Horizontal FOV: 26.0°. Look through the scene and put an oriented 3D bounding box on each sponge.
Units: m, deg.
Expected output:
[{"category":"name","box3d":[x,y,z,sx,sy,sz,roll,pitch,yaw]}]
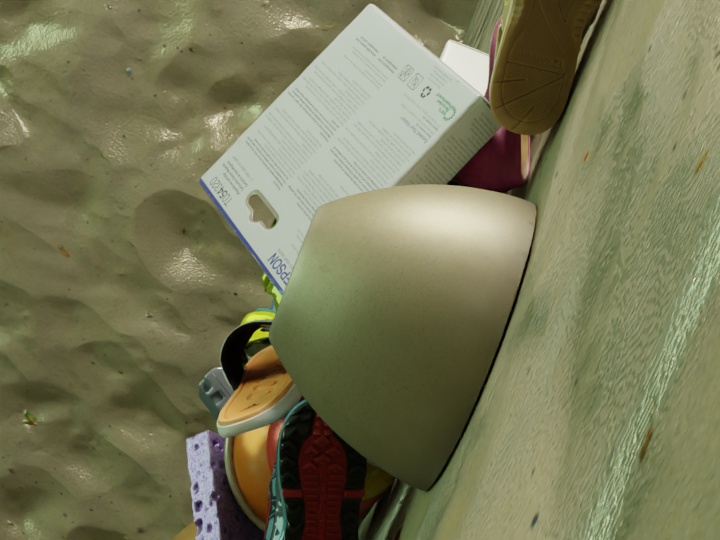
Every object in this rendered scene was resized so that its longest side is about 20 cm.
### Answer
[{"category":"sponge","box3d":[-0.091,0.239,1.256,0.030,0.111,0.202,-24,52,21]}]

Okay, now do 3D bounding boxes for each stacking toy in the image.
[{"category":"stacking toy","box3d":[-0.008,0.137,1.209,0.200,0.145,0.147,-22,43,61]}]

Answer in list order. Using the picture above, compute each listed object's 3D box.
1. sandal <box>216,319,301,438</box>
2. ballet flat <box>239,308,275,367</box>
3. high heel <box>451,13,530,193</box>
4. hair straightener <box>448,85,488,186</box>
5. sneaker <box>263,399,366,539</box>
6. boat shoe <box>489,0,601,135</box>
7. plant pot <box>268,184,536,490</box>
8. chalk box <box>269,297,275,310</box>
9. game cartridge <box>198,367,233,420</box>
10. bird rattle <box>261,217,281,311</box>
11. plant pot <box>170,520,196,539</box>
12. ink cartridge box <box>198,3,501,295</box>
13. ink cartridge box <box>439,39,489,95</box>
[{"category":"sandal","box3d":[-0.071,0.068,1.190,0.207,0.078,0.060,-66,-42,-77]},{"category":"ballet flat","box3d":[-0.037,0.078,1.442,0.067,0.198,0.067,-55,-43,-38]},{"category":"high heel","box3d":[0.129,-0.137,1.159,0.200,0.095,0.068,-49,-49,-26]},{"category":"hair straightener","box3d":[0.097,-0.078,1.303,0.077,0.040,0.201,-95,15,-46]},{"category":"sneaker","box3d":[-0.033,0.189,1.115,0.096,0.078,0.203,-159,79,-84]},{"category":"boat shoe","box3d":[0.132,-0.195,1.063,0.069,0.073,0.202,-96,26,-74]},{"category":"plant pot","box3d":[0.017,0.025,1.023,0.200,0.133,0.202,-158,90,-88]},{"category":"chalk box","box3d":[-0.020,0.054,1.571,0.124,0.123,0.202,-122,51,-66]},{"category":"game cartridge","box3d":[-0.085,0.183,1.508,0.041,0.201,0.133,-39,-4,-7]},{"category":"bird rattle","box3d":[0.015,-0.027,1.258,0.200,0.163,0.113,-47,6,-18]},{"category":"plant pot","box3d":[-0.148,0.353,1.876,0.200,0.185,0.187,-52,-9,-40]},{"category":"ink cartridge box","box3d":[-0.012,-0.087,1.167,0.200,0.043,0.197,-46,38,5]},{"category":"ink cartridge box","box3d":[0.073,-0.089,1.452,0.201,0.083,0.146,113,178,-47]}]
